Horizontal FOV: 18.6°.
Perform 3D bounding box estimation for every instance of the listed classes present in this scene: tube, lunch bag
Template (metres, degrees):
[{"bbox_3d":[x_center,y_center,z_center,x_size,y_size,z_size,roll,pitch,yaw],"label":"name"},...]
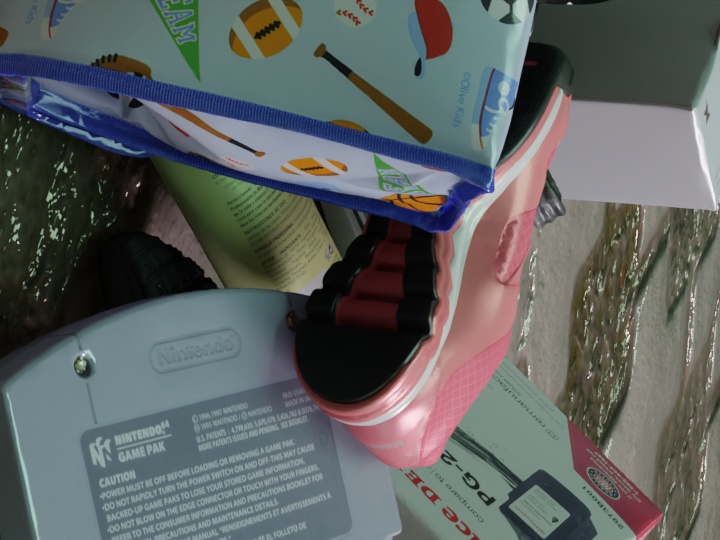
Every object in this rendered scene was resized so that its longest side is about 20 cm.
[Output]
[{"bbox_3d":[-0.053,-0.040,0.928,0.058,0.052,0.201,-108,172,-60],"label":"tube"},{"bbox_3d":[-0.035,-0.122,0.835,0.124,0.199,0.171,128,-26,-76],"label":"lunch bag"}]

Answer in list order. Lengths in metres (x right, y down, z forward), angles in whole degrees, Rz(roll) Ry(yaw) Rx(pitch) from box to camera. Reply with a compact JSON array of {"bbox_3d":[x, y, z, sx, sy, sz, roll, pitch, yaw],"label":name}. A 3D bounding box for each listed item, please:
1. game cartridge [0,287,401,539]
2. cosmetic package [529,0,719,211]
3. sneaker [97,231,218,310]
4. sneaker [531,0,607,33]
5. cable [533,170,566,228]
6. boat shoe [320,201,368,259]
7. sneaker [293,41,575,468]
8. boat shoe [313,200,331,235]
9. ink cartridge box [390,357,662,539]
[{"bbox_3d":[-0.065,0.076,0.847,0.200,0.040,0.134,-10,91,-50],"label":"game cartridge"},{"bbox_3d":[0.096,-0.102,1.133,0.081,0.199,0.113,72,34,-47],"label":"cosmetic package"},{"bbox_3d":[-0.083,0.084,0.928,0.076,0.090,0.201,-17,91,-72],"label":"sneaker"},{"bbox_3d":[0.059,-0.133,0.990,0.199,0.060,0.105,18,45,-39],"label":"sneaker"},{"bbox_3d":[0.037,-0.106,1.059,0.097,0.050,0.201,79,-12,-86],"label":"cable"},{"bbox_3d":[0.004,-0.074,0.971,0.072,0.062,0.201,-44,114,-55],"label":"boat shoe"},{"bbox_3d":[0.037,-0.007,0.920,0.201,0.073,0.087,-62,143,-26],"label":"sneaker"},{"bbox_3d":[0.000,0.000,1.070,0.070,0.070,0.201,-48,153,-53],"label":"boat shoe"},{"bbox_3d":[0.049,0.128,1.127,0.084,0.145,0.200,-51,167,26],"label":"ink cartridge box"}]
